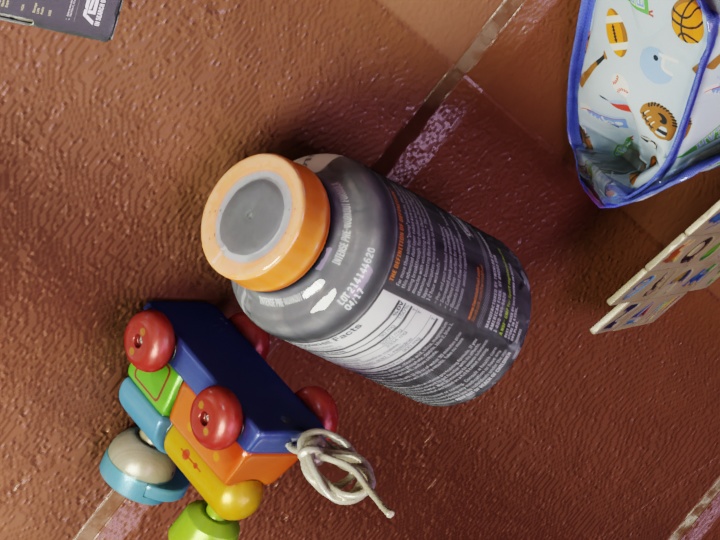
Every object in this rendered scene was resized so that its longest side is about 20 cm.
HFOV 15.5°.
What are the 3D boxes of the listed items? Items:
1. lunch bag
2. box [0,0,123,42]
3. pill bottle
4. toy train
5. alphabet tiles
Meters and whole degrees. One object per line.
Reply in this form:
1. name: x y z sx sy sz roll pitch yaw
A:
1. lunch bag: 0.216 -0.132 1.544 0.170 0.124 0.200 -24 149 -27
2. box: -0.161 -0.211 1.136 0.160 0.044 0.200 10 107 -22
3. pill bottle: 0.000 0.000 1.457 0.200 0.106 0.106 28 100 -49
4. toy train: -0.065 0.113 1.417 0.085 0.200 0.116 2 123 -43
5. alphabet tiles: 0.232 -0.027 1.647 0.200 0.006 0.166 -43 163 24
